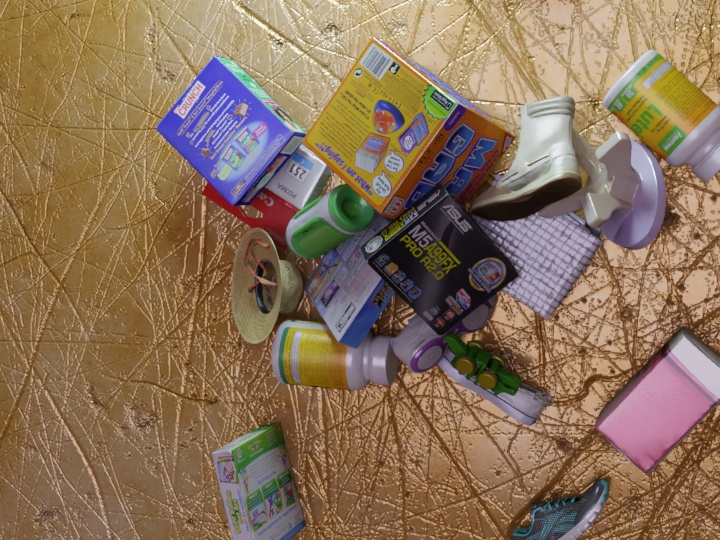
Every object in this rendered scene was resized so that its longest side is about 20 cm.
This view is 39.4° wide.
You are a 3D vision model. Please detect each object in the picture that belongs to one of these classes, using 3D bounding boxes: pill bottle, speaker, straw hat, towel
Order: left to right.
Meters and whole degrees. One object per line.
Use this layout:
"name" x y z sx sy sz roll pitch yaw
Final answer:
"straw hat" -0.147 0.027 1.750 0.201 0.085 0.201 -6 83 55
"speaker" -0.053 -0.078 1.652 0.200 0.088 0.089 -27 85 60
"pill bottle" -0.041 0.147 1.718 0.200 0.113 0.113 3 95 17
"towel" 0.271 -0.042 1.620 0.200 0.086 0.166 33 101 14
"pill bottle" 0.477 -0.229 1.522 0.200 0.111 0.111 45 106 10

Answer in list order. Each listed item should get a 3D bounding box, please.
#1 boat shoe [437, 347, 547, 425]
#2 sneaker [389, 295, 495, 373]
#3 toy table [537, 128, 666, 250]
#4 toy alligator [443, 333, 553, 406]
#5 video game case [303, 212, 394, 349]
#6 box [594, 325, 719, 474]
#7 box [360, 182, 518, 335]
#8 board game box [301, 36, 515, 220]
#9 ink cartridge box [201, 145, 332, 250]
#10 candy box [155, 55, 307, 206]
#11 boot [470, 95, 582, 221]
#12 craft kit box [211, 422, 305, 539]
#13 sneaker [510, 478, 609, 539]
"boat shoe" 0.220 0.167 1.657 0.202 0.075 0.086 34 104 10
"sneaker" 0.134 0.080 1.658 0.200 0.075 0.100 -37 39 -15
"toy table" 0.366 -0.130 1.513 0.184 0.117 0.200 -54 34 30
"toy alligator" 0.210 0.171 1.604 0.200 0.059 0.054 33 131 4
"video game case" 0.000 0.000 1.672 0.200 0.045 0.181 -56 35 14
"box" 0.471 0.197 1.551 0.109 0.128 0.200 42 104 11
"box" 0.122 -0.014 1.534 0.160 0.044 0.200 -38 122 11
"board game box" 0.076 -0.206 1.578 0.200 0.200 0.200 45 107 30
"ink cartridge box" -0.174 -0.160 1.771 0.200 0.045 0.176 33 102 13
"candy box" -0.220 -0.237 1.718 0.200 0.077 0.169 45 104 9
"boot" 0.251 -0.169 1.538 0.200 0.072 0.155 -23 58 47
"craft kit box" -0.172 0.381 1.734 0.048 0.200 0.198 -11 91 20
"sneaker" 0.323 0.406 1.646 0.091 0.078 0.200 43 104 14
